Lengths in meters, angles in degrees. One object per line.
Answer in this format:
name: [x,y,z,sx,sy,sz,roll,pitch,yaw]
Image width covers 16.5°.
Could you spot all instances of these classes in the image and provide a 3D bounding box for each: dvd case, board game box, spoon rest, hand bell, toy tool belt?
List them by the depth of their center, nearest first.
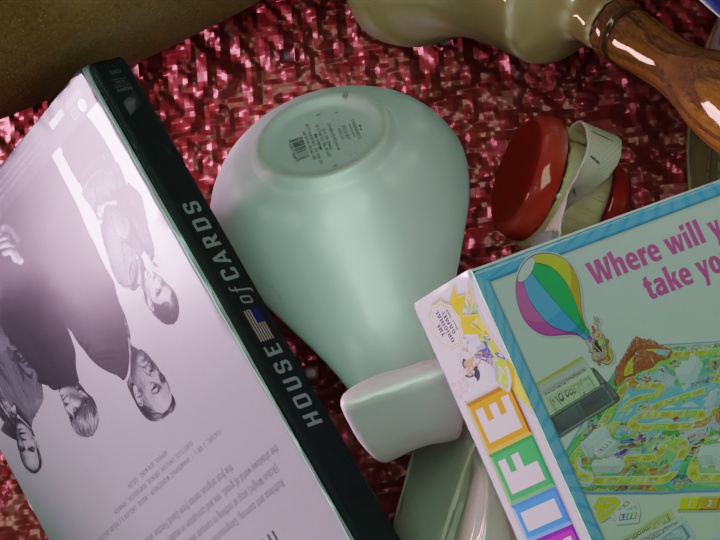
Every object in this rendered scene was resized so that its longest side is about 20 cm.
board game box: [0.126,0.039,0.814,0.199,0.034,0.135,-19,82,-37]
hand bell: [0.095,-0.080,0.853,0.104,0.104,0.200,-48,53,-4]
toy tool belt: [0.089,0.057,0.885,0.122,0.125,0.201,19,79,-17]
spoon rest: [0.000,0.000,0.887,0.099,0.061,0.200,-17,38,1]
dvd case: [-0.079,0.048,0.888,0.025,0.150,0.201,-19,74,-44]

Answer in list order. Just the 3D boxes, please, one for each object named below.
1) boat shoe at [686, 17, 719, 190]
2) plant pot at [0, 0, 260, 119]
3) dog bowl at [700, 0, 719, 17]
boat shoe: [0.164,-0.091,0.920,0.071,0.065,0.201,10,80,7]
plant pot: [-0.069,-0.165,0.913,0.199,0.186,0.188,-14,78,-11]
dog bowl: [0.102,-0.165,0.826,0.079,0.200,0.200,-45,78,15]
